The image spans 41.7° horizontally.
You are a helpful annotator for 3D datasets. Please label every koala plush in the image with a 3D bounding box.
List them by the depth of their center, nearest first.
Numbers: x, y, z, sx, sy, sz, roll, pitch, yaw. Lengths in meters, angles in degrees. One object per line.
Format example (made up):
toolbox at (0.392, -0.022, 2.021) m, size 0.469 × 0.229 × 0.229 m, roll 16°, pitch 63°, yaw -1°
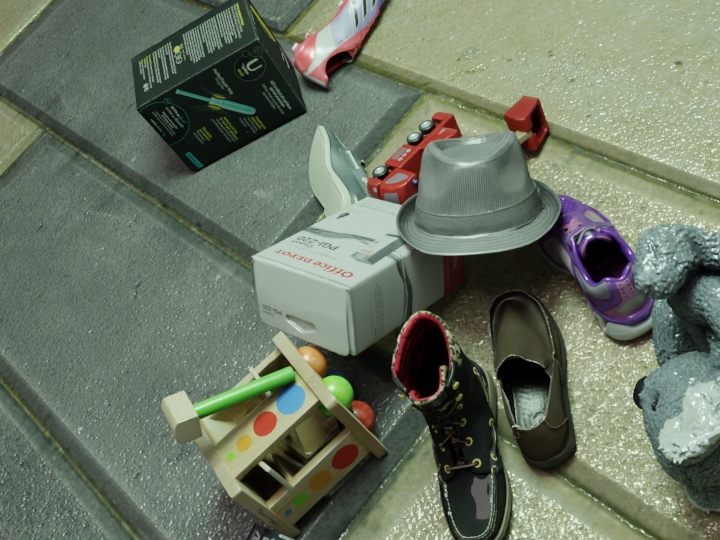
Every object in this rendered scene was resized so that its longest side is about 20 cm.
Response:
koala plush at (0.305, 0.093, 0.795) m, size 0.183 × 0.178 × 0.201 m, roll 13°, pitch 64°, yaw 32°

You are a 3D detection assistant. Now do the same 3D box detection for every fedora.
fedora at (0.120, -0.094, 0.996) m, size 0.176 × 0.091 × 0.200 m, roll -3°, pitch 22°, yaw 16°

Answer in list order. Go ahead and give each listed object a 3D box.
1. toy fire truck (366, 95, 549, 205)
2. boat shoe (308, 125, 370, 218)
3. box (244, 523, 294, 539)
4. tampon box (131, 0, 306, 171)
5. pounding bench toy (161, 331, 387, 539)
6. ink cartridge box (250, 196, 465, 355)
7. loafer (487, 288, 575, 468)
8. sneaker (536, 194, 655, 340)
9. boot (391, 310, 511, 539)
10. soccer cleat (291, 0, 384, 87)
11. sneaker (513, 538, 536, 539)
toy fire truck at (0.117, -0.138, 1.140) m, size 0.200 × 0.049 × 0.141 m, roll -46°, pitch 40°, yaw -21°
boat shoe at (-0.022, -0.119, 1.230) m, size 0.061 × 0.073 × 0.201 m, roll 4°, pitch 37°, yaw -20°
box at (-0.080, 0.363, 0.903) m, size 0.160 × 0.049 × 0.201 m, roll 9°, pitch 62°, yaw 36°
tampon box at (-0.206, -0.271, 1.371) m, size 0.199 × 0.150 × 0.127 m, roll -27°, pitch 49°, yaw 10°
pounding bench toy at (-0.088, 0.146, 0.962) m, size 0.156 × 0.200 × 0.124 m, roll -42°, pitch 47°, yaw -3°
ink cartridge box at (0.000, 0.000, 1.036) m, size 0.145 × 0.085 × 0.200 m, roll 17°, pitch 35°, yaw 37°
loafer at (0.169, 0.093, 0.941) m, size 0.073 × 0.071 × 0.201 m, roll -22°, pitch 49°, yaw 14°
sneaker at (0.237, -0.024, 0.976) m, size 0.080 × 0.089 × 0.201 m, roll -34°, pitch 45°, yaw 6°
boot at (0.086, 0.149, 0.893) m, size 0.073 × 0.151 × 0.201 m, roll -12°, pitch 52°, yaw 22°
soccer cleat at (-0.016, -0.352, 1.391) m, size 0.076 × 0.067 × 0.200 m, roll 41°, pitch 75°, yaw 11°
sneaker at (0.090, 0.319, 0.817) m, size 0.199 × 0.078 × 0.090 m, roll -34°, pitch 49°, yaw 3°
